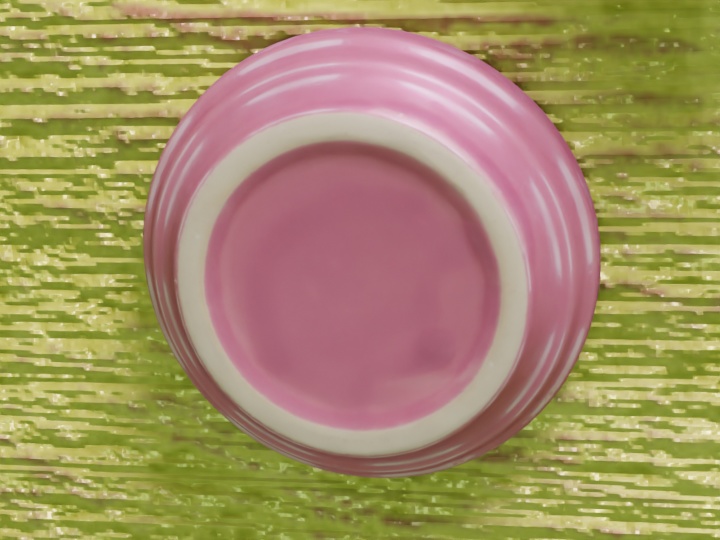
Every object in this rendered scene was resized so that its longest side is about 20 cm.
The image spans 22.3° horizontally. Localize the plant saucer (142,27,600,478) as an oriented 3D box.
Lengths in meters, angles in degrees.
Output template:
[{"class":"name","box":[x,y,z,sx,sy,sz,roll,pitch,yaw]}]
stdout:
[{"class":"plant saucer","box":[0.000,0.000,0.773,0.200,0.051,0.201,3,108,10]}]
